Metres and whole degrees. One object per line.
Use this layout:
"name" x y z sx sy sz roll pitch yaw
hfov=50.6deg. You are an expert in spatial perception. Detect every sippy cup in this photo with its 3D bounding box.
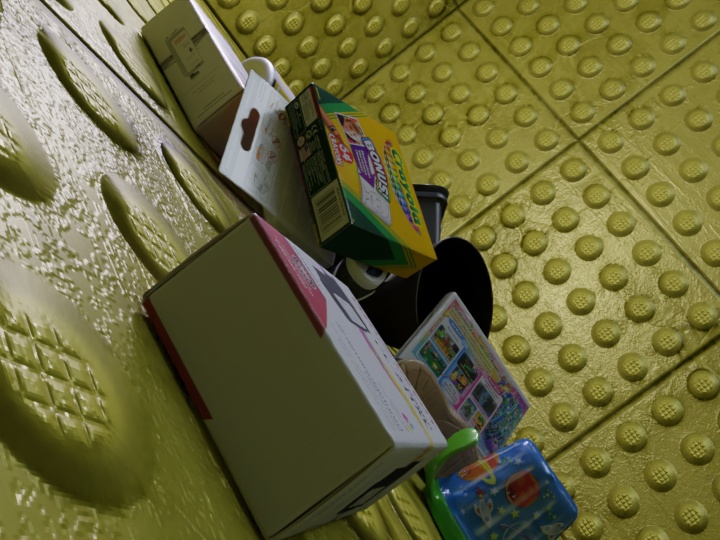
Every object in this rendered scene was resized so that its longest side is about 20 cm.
"sippy cup" 0.156 0.255 0.814 0.178 0.129 0.141 51 6 -50

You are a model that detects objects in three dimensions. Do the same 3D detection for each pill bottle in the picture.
"pill bottle" -0.190 -0.345 1.608 0.113 0.111 0.200 57 4 33

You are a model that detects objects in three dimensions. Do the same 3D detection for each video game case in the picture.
"video game case" 0.125 0.164 0.998 0.202 0.182 0.023 54 -34 -12

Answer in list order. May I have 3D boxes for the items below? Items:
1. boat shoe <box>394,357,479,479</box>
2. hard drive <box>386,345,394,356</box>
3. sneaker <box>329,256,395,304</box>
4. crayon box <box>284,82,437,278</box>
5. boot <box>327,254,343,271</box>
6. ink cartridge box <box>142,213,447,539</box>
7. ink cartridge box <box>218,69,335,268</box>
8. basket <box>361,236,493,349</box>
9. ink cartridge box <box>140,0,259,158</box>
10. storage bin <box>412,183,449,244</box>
"boat shoe" 0.078 0.181 0.885 0.203 0.071 0.065 60 -15 -23
"hard drive" 0.077 0.191 1.109 0.201 0.026 0.133 53 5 -31
"sneaker" 0.000 0.000 1.012 0.074 0.111 0.199 51 28 3
"crayon box" 0.001 -0.107 0.936 0.171 0.058 0.204 18 49 -48
"boot" -0.065 -0.082 1.135 0.200 0.071 0.156 47 18 -30
"ink cartridge box" -0.027 0.069 0.473 0.147 0.082 0.200 56 5 18
"ink cartridge box" -0.096 -0.118 0.937 0.199 0.047 0.163 39 48 -37
"basket" 0.084 0.052 1.128 0.199 0.133 0.186 -8 -99 61
"ink cartridge box" -0.189 -0.241 1.006 0.202 0.082 0.147 58 6 28
"storage bin" 0.050 -0.059 1.260 0.146 0.194 0.138 102 -12 -66
